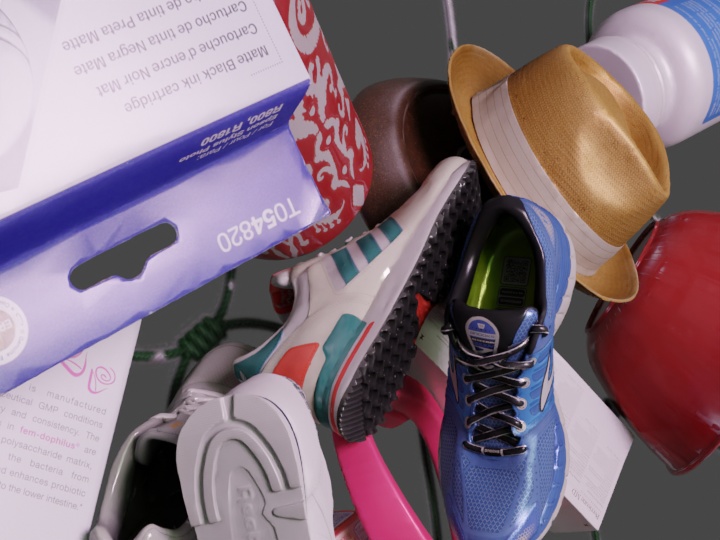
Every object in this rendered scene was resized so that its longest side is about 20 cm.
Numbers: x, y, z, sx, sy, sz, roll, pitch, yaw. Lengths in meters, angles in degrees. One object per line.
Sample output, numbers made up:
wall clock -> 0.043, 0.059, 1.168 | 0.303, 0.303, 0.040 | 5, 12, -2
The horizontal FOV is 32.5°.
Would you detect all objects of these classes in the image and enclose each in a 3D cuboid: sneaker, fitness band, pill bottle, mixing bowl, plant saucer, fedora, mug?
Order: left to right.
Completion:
sneaker -> -0.084, 0.096, 0.639 | 0.201, 0.075, 0.093 | -74, 167, -50
mug -> -0.082, -0.112, 0.669 | 0.133, 0.178, 0.200 | -39, 148, -3
sneaker -> -0.036, 0.151, 0.589 | 0.080, 0.075, 0.203 | -24, 112, -78
sneaker -> 0.000, 0.001, 0.694 | 0.201, 0.092, 0.071 | -59, 152, -34
fitness band -> 0.037, 0.134, 0.730 | 0.145, 0.037, 0.200 | 68, 12, 16
plant saucer -> 0.075, -0.052, 0.822 | 0.199, 0.034, 0.202 | 25, 46, -29
sneaker -> 0.070, 0.054, 0.666 | 0.089, 0.078, 0.203 | 33, 58, -63
fedora -> 0.140, -0.079, 0.796 | 0.200, 0.082, 0.202 | 38, 31, -28
pill bottle -> 0.244, -0.160, 0.968 | 0.199, 0.112, 0.113 | -26, 95, -39
mixing bowl -> 0.232, 0.032, 0.887 | 0.108, 0.201, 0.201 | 33, 58, 4

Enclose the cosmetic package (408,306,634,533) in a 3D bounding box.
cosmetic package -> 0.099, 0.085, 0.841 | 0.200, 0.050, 0.083 | 46, 53, -20

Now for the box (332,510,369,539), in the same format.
box -> -0.066, 0.222, 0.654 | 0.199, 0.099, 0.096 | -35, 101, -37

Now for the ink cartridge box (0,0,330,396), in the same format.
ink cartridge box -> -0.118, -0.075, 0.476 | 0.199, 0.040, 0.202 | -31, 98, -31

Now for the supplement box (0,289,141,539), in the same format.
supplement box -> -0.189, 0.105, 0.586 | 0.100, 0.103, 0.202 | 23, 68, -30
